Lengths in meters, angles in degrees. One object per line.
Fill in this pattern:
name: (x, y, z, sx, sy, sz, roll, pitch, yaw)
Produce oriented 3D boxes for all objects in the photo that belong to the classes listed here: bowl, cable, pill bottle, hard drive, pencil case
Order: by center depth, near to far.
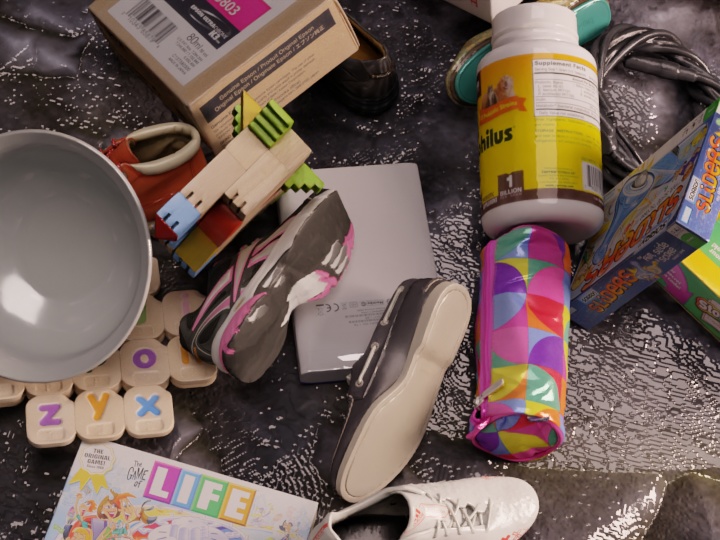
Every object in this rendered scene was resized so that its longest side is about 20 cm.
bowl: (-0.253, -0.015, 1.455, 0.199, 0.090, 0.203, 1, 96, 10)
pencil case: (0.135, 0.061, 1.500, 0.087, 0.089, 0.202, 7, 56, -1)
hard drive: (0.000, 0.000, 1.557, 0.130, 0.025, 0.202, -4, 60, -8)
pill bottle: (0.158, -0.129, 1.577, 0.108, 0.109, 0.202, 1, 74, -5)
cable: (0.280, -0.139, 1.662, 0.162, 0.051, 0.201, -28, 69, -29)

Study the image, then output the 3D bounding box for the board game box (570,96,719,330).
board game box: (0.247, -0.045, 1.508, 0.034, 0.200, 0.136, 30, 59, -9)

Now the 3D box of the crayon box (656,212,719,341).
crayon box: (0.375, 0.002, 1.559, 0.200, 0.058, 0.172, 43, 65, 7)

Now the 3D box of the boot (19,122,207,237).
boot: (-0.225, -0.072, 1.529, 0.198, 0.108, 0.075, -17, 58, -14)

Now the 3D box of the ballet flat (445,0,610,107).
ballet flat: (0.147, -0.213, 1.682, 0.199, 0.071, 0.071, -30, 66, -23)

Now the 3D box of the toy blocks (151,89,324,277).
toy blocks: (-0.114, -0.056, 1.466, 0.100, 0.200, 0.137, 45, 79, -1)

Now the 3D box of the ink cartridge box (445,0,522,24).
ink cartridge box: (0.092, -0.360, 1.687, 0.199, 0.148, 0.145, 31, 59, 29)

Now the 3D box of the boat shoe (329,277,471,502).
boat shoe: (0.022, 0.096, 1.475, 0.062, 0.073, 0.201, 18, 76, 42)

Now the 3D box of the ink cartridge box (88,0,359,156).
ink cartridge box: (-0.125, -0.218, 1.594, 0.164, 0.075, 0.200, -40, 49, -8)

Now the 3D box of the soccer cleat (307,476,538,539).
soccer cleat: (0.054, 0.198, 1.407, 0.198, 0.085, 0.069, -10, 60, -15)

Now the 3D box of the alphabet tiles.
alphabet tiles: (-0.222, 0.065, 1.489, 0.198, 0.015, 0.197, -5, 50, -9)

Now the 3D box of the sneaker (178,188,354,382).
sneaker: (-0.084, 0.000, 1.495, 0.086, 0.081, 0.200, 13, 46, 33)

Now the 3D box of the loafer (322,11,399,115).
loafer: (-0.041, -0.231, 1.664, 0.199, 0.073, 0.073, 36, 63, 16)

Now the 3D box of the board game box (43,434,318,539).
board game box: (-0.146, 0.221, 1.405, 0.198, 0.034, 0.135, 15, 58, 3)
